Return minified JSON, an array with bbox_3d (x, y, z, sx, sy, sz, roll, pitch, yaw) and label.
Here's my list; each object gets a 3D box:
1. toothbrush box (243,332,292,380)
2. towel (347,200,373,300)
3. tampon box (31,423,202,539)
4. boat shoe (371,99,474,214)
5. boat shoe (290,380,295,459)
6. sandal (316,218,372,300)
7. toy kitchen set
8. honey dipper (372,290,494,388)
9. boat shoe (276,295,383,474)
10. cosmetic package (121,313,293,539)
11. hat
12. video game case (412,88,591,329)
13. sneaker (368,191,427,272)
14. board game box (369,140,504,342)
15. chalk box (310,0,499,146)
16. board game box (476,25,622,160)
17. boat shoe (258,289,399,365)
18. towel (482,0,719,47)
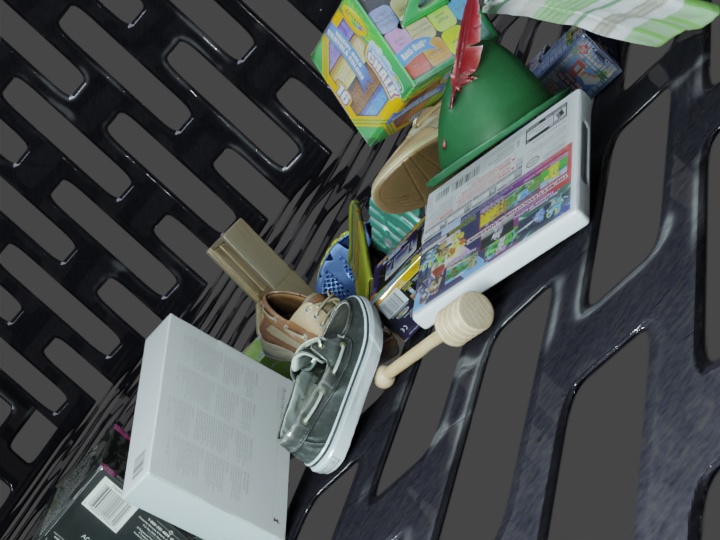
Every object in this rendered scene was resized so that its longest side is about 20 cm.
[{"bbox_3d":[-0.109,0.142,1.831,0.200,0.086,0.146,-49,9,-8],"label":"toothbrush box"},{"bbox_3d":[0.000,0.000,1.828,0.200,0.018,0.087,-100,8,-62],"label":"towel"},{"bbox_3d":[-0.258,0.279,1.753,0.126,0.150,0.200,-48,8,4],"label":"tampon box"},{"bbox_3d":[0.087,-0.139,1.709,0.200,0.071,0.065,-39,39,-2],"label":"boat shoe"},{"bbox_3d":[-0.067,0.147,1.663,0.075,0.075,0.202,-49,20,-27],"label":"boat shoe"},{"bbox_3d":[0.020,-0.028,1.982,0.200,0.079,0.087,-49,11,6],"label":"sandal"},{"bbox_3d":[-0.183,0.078,2.170,0.200,0.180,0.163,-47,6,-23],"label":"toy kitchen set"},{"bbox_3d":[0.057,0.069,1.471,0.038,0.038,0.200,-53,8,-33],"label":"honey dipper"},{"bbox_3d":[-0.030,0.094,1.535,0.072,0.071,0.201,-36,30,40],"label":"boat shoe"},{"bbox_3d":[-0.137,0.155,1.501,0.052,0.150,0.201,-45,28,33],"label":"cosmetic package"},{"bbox_3d":[0.100,-0.208,1.600,0.199,0.177,0.166,-33,2,28],"label":"hat"},{"bbox_3d":[0.132,-0.057,1.489,0.199,0.023,0.183,-34,29,32],"label":"video game case"},{"bbox_3d":[0.057,-0.066,1.825,0.087,0.074,0.201,-42,-16,-30],"label":"sneaker"},{"bbox_3d":[0.097,-0.034,1.664,0.200,0.057,0.165,-46,7,13],"label":"board game box"},{"bbox_3d":[0.051,-0.241,1.667,0.124,0.124,0.200,-31,-6,-24],"label":"chalk box"},{"bbox_3d":[0.204,-0.198,1.836,0.200,0.062,0.200,-45,9,18],"label":"board game box"},{"bbox_3d":[-0.041,0.060,1.671,0.075,0.073,0.199,-27,23,-39],"label":"boat shoe"},{"bbox_3d":[0.229,-0.255,1.569,0.149,0.198,0.031,174,107,-77],"label":"towel"}]
